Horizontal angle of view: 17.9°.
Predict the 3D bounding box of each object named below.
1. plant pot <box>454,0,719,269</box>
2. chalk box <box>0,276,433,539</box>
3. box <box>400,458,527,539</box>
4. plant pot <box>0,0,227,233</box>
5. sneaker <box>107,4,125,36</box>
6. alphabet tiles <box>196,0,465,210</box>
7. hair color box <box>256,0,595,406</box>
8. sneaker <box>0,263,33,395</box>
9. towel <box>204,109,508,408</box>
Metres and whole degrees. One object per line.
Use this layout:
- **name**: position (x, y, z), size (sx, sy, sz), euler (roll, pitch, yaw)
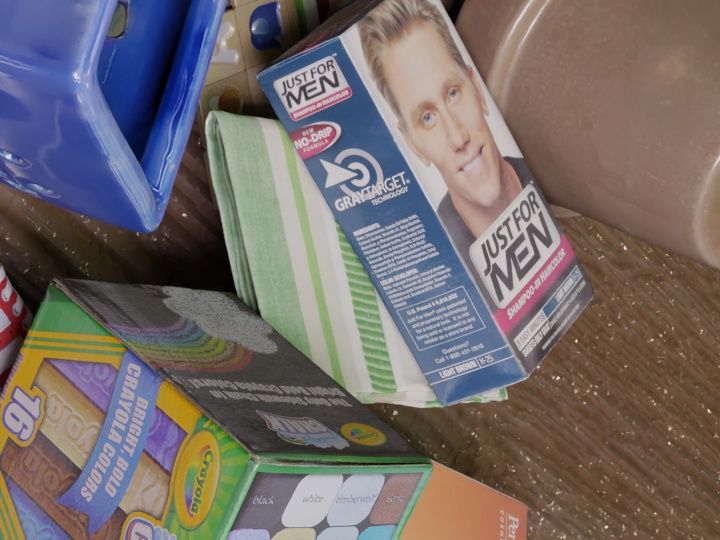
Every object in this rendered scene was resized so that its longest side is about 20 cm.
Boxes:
- **plant pot**: position (0.169, -0.090, 1.243), size (0.200, 0.175, 0.201), euler (-22, 133, -25)
- **chalk box**: position (-0.062, 0.108, 1.018), size (0.124, 0.200, 0.124), euler (7, 115, -49)
- **box**: position (-0.015, 0.172, 1.192), size (0.200, 0.106, 0.153), euler (27, 57, -41)
- **plant pot**: position (-0.153, -0.148, 0.939), size (0.200, 0.179, 0.201), euler (82, 21, -73)
- **sneaker**: position (-0.086, -0.191, 1.105), size (0.072, 0.072, 0.200), euler (45, 67, -29)
- **alphabet tiles**: position (-0.009, -0.112, 1.230), size (0.200, 0.006, 0.167), euler (-26, 117, -35)
- **hair color box**: position (0.037, -0.043, 1.184), size (0.201, 0.060, 0.100), euler (60, 37, -12)
- **sneaker**: position (-0.182, 0.001, 1.064), size (0.200, 0.071, 0.113), euler (32, 82, -39)
- **towel**: position (0.000, 0.000, 1.186), size (0.200, 0.023, 0.153), euler (4, 70, -52)
